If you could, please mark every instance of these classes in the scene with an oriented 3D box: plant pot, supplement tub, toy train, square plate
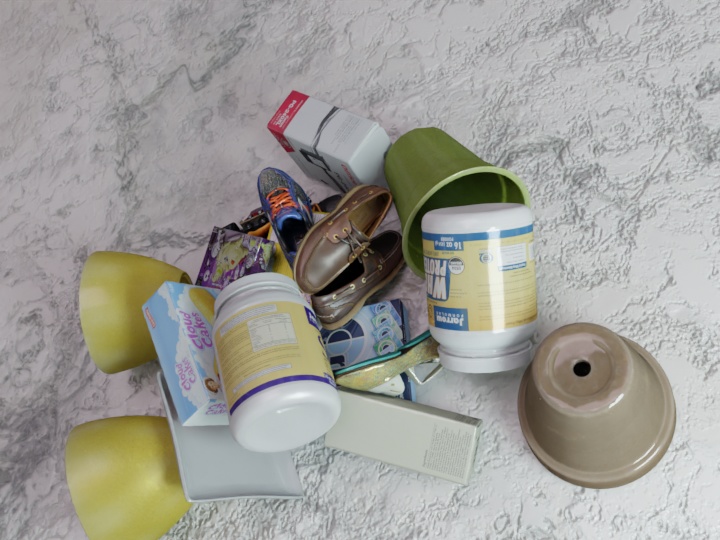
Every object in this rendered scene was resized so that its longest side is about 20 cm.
[{"bbox_3d":[0.123,-0.118,1.158,0.199,0.200,0.191,-31,44,5],"label":"plant pot"},{"bbox_3d":[-0.116,0.119,1.019,0.144,0.146,0.201,-26,54,8],"label":"supplement tub"},{"bbox_3d":[-0.304,0.288,1.103,0.141,0.201,0.201,-22,57,0],"label":"plant pot"},{"bbox_3d":[-0.175,-0.087,1.346,0.199,0.034,0.046,-24,45,11],"label":"toy train"},{"bbox_3d":[0.280,0.146,0.942,0.198,0.175,0.202,-10,59,17],"label":"plant pot"},{"bbox_3d":[-0.349,0.059,1.259,0.140,0.201,0.202,-7,60,3],"label":"plant pot"},{"bbox_3d":[0.157,0.019,1.009,0.143,0.144,0.202,-2,99,22],"label":"supplement tub"},{"bbox_3d":[-0.188,0.238,1.094,0.028,0.199,0.199,-45,51,27],"label":"square plate"}]

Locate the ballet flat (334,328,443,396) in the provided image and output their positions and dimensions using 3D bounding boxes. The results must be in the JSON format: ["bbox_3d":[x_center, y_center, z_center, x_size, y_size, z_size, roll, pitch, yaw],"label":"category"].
[{"bbox_3d":[0.057,0.133,1.055,0.199,0.071,0.071,-21,49,-32],"label":"ballet flat"}]

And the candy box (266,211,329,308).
[{"bbox_3d":[-0.107,0.001,1.200,0.101,0.026,0.202,9,72,12],"label":"candy box"}]

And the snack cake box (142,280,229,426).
[{"bbox_3d":[-0.222,0.118,1.102,0.067,0.115,0.201,-42,59,25],"label":"snack cake box"}]

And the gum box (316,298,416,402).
[{"bbox_3d":[-0.022,0.146,1.148,0.198,0.045,0.171,-14,59,16],"label":"gum box"}]

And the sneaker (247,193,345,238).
[{"bbox_3d":[-0.100,-0.069,1.277,0.199,0.077,0.079,-32,54,3],"label":"sneaker"}]

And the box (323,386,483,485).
[{"bbox_3d":[0.057,0.216,1.030,0.198,0.068,0.083,13,92,17],"label":"box"}]

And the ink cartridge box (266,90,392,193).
[{"bbox_3d":[-0.036,-0.196,1.267,0.199,0.145,0.084,30,78,37],"label":"ink cartridge box"}]

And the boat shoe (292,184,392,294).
[{"bbox_3d":[-0.024,-0.050,1.110,0.067,0.072,0.201,-1,46,55],"label":"boat shoe"}]

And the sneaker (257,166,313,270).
[{"bbox_3d":[-0.105,-0.080,1.173,0.075,0.079,0.201,-28,67,-1],"label":"sneaker"}]

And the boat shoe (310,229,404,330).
[{"bbox_3d":[0.000,0.000,1.172,0.070,0.071,0.200,13,49,39],"label":"boat shoe"}]

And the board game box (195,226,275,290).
[{"bbox_3d":[-0.207,-0.003,1.240,0.199,0.032,0.121,13,89,57],"label":"board game box"}]
